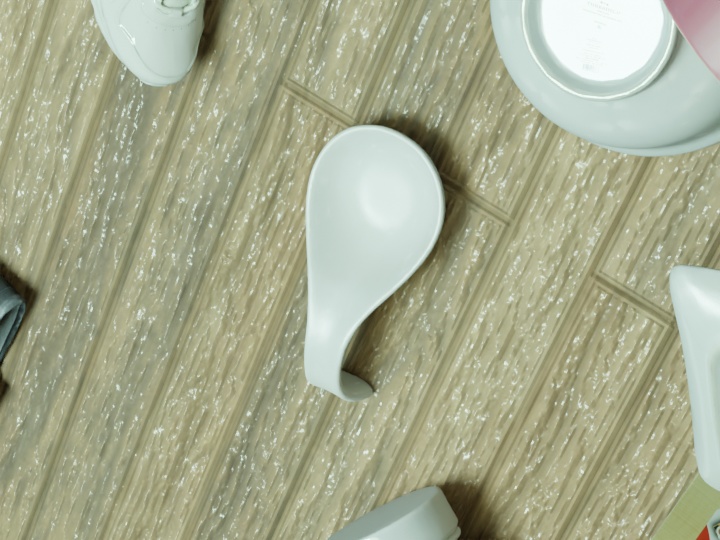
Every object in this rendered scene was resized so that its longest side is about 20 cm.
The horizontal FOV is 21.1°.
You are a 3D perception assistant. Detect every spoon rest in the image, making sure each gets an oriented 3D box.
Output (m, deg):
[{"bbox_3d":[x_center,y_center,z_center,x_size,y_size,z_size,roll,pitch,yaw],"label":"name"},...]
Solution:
[{"bbox_3d":[0.000,0.000,1.282,0.099,0.061,0.201,22,116,21],"label":"spoon rest"}]

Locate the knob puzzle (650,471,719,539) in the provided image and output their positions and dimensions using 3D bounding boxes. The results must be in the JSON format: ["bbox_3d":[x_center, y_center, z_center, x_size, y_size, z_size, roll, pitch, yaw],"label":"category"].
[{"bbox_3d":[0.265,0.235,1.230,0.219,0.030,0.221,9,110,26],"label":"knob puzzle"}]

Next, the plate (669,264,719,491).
[{"bbox_3d":[0.273,0.088,1.086,0.199,0.032,0.200,11,142,26],"label":"plate"}]

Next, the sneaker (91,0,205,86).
[{"bbox_3d":[-0.123,-0.212,1.251,0.099,0.078,0.201,29,124,51],"label":"sneaker"}]

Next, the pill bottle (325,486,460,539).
[{"bbox_3d":[0.056,0.256,1.303,0.113,0.113,0.201,-26,93,33],"label":"pill bottle"}]

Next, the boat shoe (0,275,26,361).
[{"bbox_3d":[-0.310,0.087,1.480,0.068,0.072,0.201,36,113,16],"label":"boat shoe"}]

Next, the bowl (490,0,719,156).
[{"bbox_3d":[0.153,-0.155,1.128,0.200,0.090,0.202,9,110,27],"label":"bowl"}]

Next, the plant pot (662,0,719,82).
[{"bbox_3d":[0.260,-0.164,0.987,0.179,0.200,0.200,-42,84,24],"label":"plant pot"}]
